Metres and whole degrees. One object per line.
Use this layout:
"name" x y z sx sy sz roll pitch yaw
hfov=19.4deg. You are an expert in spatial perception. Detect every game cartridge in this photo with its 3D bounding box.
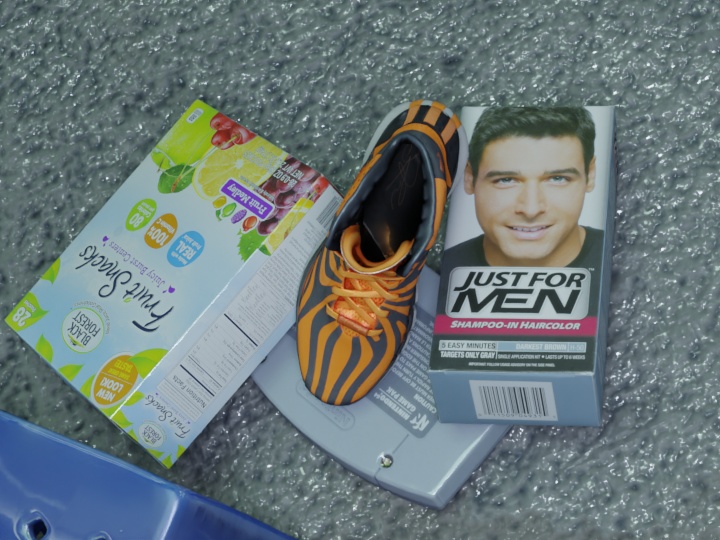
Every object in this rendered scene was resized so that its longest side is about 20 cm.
"game cartridge" 0.011 0.056 1.327 0.200 0.041 0.133 38 79 31

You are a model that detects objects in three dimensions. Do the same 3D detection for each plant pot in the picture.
"plant pot" -0.170 0.197 1.239 0.199 0.200 0.181 19 81 27

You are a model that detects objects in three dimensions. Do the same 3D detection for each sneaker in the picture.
"sneaker" 0.000 0.000 1.231 0.077 0.112 0.201 19 110 5

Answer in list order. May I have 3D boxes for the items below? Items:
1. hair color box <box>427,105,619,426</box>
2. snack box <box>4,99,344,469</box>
"hair color box" 0.102 -0.006 1.277 0.098 0.061 0.201 0 53 12
"snack box" -0.113 0.004 1.350 0.200 0.068 0.168 -51 38 -6
